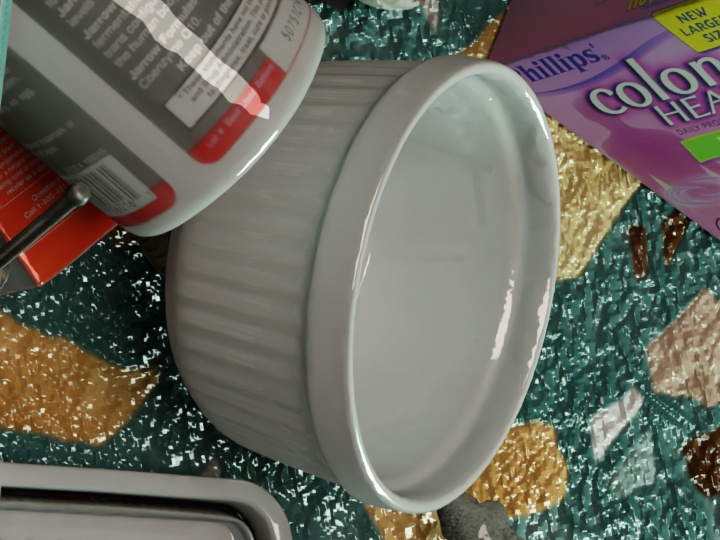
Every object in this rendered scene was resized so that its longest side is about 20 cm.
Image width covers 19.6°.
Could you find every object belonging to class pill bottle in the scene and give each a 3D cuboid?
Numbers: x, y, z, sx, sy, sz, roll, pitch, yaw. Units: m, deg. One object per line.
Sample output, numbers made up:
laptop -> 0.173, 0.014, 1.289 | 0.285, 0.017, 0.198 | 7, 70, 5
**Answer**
pill bottle -> -0.120, -0.115, 0.774 | 0.200, 0.114, 0.114 | 41, 64, -22

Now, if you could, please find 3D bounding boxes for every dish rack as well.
dish rack -> -0.125, 0.171, 0.896 | 0.200, 0.044, 0.172 | 8, 79, -32

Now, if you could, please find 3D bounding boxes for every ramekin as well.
ramekin -> 0.000, 0.000, 0.924 | 0.200, 0.105, 0.200 | -28, 123, -55

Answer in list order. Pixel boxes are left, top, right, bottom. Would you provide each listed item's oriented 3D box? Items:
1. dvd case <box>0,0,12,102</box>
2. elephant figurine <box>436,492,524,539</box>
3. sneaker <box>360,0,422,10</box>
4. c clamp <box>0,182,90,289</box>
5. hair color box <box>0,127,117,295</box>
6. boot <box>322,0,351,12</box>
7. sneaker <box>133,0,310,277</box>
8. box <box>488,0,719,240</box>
dvd case -> -0.212, -0.127, 0.699 | 0.200, 0.022, 0.146 | 12, 118, 1
elephant figurine -> 0.097, 0.229, 1.001 | 0.200, 0.155, 0.142 | 27, 113, -17
sneaker -> 0.003, -0.224, 1.027 | 0.085, 0.077, 0.200 | 0, 81, -56
c clamp -> -0.229, -0.025, 0.792 | 0.200, 0.171, 0.027 | 23, 46, -24
hair color box -> -0.188, -0.084, 0.853 | 0.061, 0.101, 0.200 | -43, 107, -30
boot -> -0.064, -0.222, 0.930 | 0.200, 0.066, 0.165 | 26, 53, -10
sneaker -> -0.057, -0.097, 0.954 | 0.106, 0.075, 0.200 | -4, 85, -30
box -> 0.202, -0.106, 1.066 | 0.200, 0.176, 0.097 | 34, 66, -25
